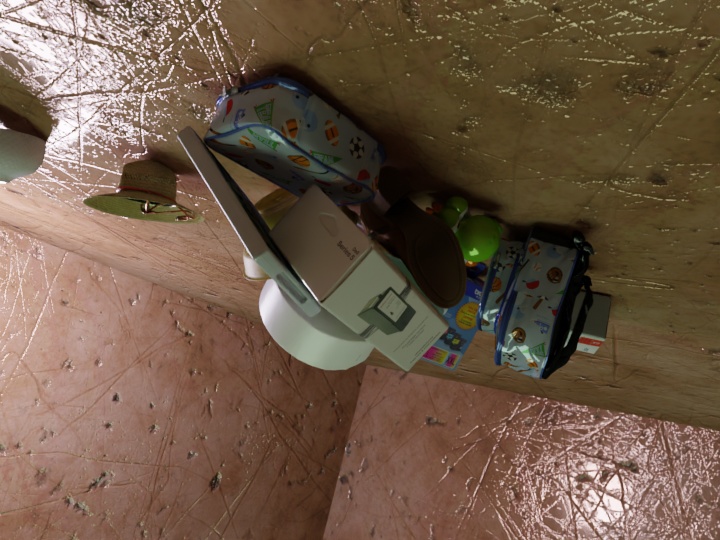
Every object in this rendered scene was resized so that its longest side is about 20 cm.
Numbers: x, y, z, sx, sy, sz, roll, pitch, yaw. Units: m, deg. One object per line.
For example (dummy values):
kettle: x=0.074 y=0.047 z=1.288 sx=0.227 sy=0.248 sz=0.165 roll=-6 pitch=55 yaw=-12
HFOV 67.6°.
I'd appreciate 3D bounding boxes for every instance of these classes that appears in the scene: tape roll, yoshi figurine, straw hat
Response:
tape roll: x=-0.055 y=0.055 z=0.847 sx=0.199 sy=0.204 sz=0.071 roll=22 pitch=124 yaw=-21
yoshi figurine: x=0.148 y=-0.030 z=0.768 sx=0.109 sy=0.115 sz=0.200 roll=-3 pitch=160 yaw=7
straw hat: x=-0.367 y=-0.143 z=0.932 sx=0.196 sy=0.087 sz=0.201 roll=5 pitch=174 yaw=1

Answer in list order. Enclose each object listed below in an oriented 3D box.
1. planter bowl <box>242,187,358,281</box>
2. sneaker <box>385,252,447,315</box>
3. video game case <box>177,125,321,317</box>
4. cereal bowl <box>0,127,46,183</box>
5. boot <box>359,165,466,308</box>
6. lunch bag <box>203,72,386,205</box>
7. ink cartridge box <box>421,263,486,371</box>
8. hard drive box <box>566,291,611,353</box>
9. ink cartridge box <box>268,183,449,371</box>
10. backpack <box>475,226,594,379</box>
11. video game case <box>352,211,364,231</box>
planter bowl: x=-0.107 y=-0.076 z=0.810 sx=0.198 sy=0.200 sz=0.085 roll=1 pitch=124 yaw=46
sneaker: x=0.050 y=0.022 z=0.850 sx=0.198 sy=0.082 sz=0.074 roll=35 pitch=137 yaw=2
video game case: x=-0.128 y=-0.051 z=0.641 sx=0.201 sy=0.022 sz=0.183 roll=54 pitch=177 yaw=26
cereal bowl: x=-0.656 y=-0.199 z=0.927 sx=0.195 sy=0.085 sz=0.200 roll=4 pitch=-177 yaw=0
boot: x=0.059 y=-0.031 z=0.734 sx=0.201 sy=0.076 sz=0.155 roll=54 pitch=165 yaw=5
lunch bag: x=-0.078 y=-0.145 z=0.631 sx=0.158 sy=0.077 sz=0.198 roll=5 pitch=163 yaw=46
ink cartridge box: x=0.156 y=0.065 z=0.988 sx=0.134 sy=0.203 sz=0.076 roll=21 pitch=-167 yaw=-21
hard drive box: x=0.353 y=0.085 z=1.014 sx=0.196 sy=0.078 sz=0.156 roll=10 pitch=165 yaw=20
ink cartridge box: x=0.001 y=0.012 z=0.640 sx=0.200 sy=0.084 sz=0.146 roll=43 pitch=-177 yaw=-46
backpack: x=0.246 y=0.053 z=0.772 sx=0.151 sy=0.194 sz=0.200 roll=9 pitch=165 yaw=26
video game case: x=0.000 y=0.000 z=0.936 sx=0.142 sy=0.018 sz=0.200 roll=33 pitch=139 yaw=-5
